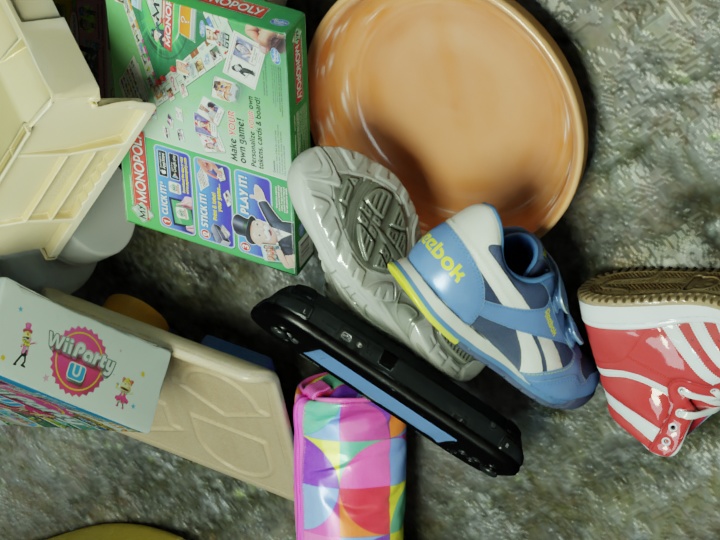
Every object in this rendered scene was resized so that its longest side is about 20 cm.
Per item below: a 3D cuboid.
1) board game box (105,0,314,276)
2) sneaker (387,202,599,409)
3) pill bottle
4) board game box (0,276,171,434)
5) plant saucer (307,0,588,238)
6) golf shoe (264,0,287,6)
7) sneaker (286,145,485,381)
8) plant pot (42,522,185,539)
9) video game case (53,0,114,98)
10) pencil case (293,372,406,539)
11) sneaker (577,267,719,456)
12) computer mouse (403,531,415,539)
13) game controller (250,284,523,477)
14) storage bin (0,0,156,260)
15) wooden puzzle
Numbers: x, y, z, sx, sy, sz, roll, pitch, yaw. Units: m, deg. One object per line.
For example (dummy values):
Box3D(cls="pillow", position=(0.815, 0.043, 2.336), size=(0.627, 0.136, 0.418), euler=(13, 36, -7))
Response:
Box3D(cls="board game box", position=(-0.098, -0.098, 1.663), size=(0.134, 0.029, 0.200), euler=(19, 135, 21))
Box3D(cls="sneaker", position=(0.104, 0.025, 1.619), size=(0.082, 0.200, 0.074), euler=(-49, 47, 6))
Box3D(cls="pill bottle", position=(-0.258, -0.022, 1.826), size=(0.200, 0.111, 0.111), euler=(-21, 104, 37))
Box3D(cls="board game box", position=(-0.249, 0.056, 1.727), size=(0.147, 0.064, 0.200), euler=(26, 162, -39))
Box3D(cls="plant saucer", position=(0.058, -0.104, 1.637), size=(0.200, 0.037, 0.201), euler=(15, 123, 24))
Box3D(cls="golf shoe", position=(-0.038, -0.218, 1.609), size=(0.097, 0.078, 0.200), euler=(21, 127, 12))
Box3D(cls="sneaker", position=(0.000, 0.000, 1.660), size=(0.099, 0.078, 0.200), euler=(-1, 135, 46))
Box3D(cls="plant pot", position=(-0.197, 0.305, 1.935), size=(0.200, 0.196, 0.194), euler=(-27, 101, 29))
Box3D(cls="video game case", position=(-0.178, -0.185, 1.717), size=(0.182, 0.022, 0.200), euler=(12, 116, 24))
Box3D(cls="pencil case", position=(-0.010, 0.171, 1.773), size=(0.088, 0.088, 0.200), euler=(7, 102, 28))
Box3D(cls="sneaker", position=(0.236, 0.061, 1.601), size=(0.200, 0.071, 0.113), euler=(4, 115, 36))
Box3D(cls="computer mouse", position=(0.019, 0.285, 1.877), size=(0.109, 0.044, 0.200), euler=(-8, 112, 33))
Box3D(cls="game controller", position=(0.017, 0.076, 1.668), size=(0.200, 0.042, 0.104), euler=(34, 161, -7))
Box3D(cls="storage bin", position=(-0.242, -0.135, 1.661), size=(0.199, 0.094, 0.200), euler=(-49, 61, 46))
Box3D(cls="wooden puzzle", position=(-0.123, 0.082, 1.813), size=(0.185, 0.046, 0.200), euler=(20, 154, 20))
